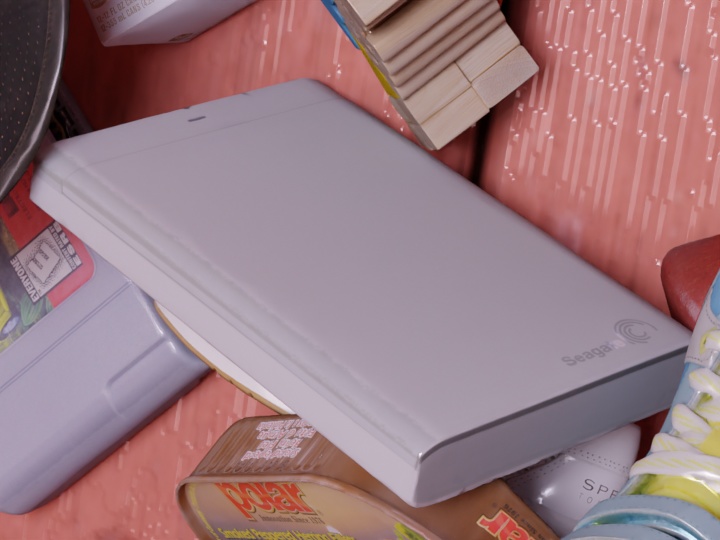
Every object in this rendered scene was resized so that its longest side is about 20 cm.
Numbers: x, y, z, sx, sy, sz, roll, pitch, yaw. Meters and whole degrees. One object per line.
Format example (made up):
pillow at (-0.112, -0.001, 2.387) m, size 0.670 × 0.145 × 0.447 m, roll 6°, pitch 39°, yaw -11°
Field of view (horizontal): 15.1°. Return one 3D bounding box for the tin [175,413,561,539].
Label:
tin at (0.006, 0.095, 0.931) m, size 0.112 × 0.042 × 0.200 m, roll 41°, pitch 160°, yaw -19°

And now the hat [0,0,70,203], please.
hat at (-0.163, -0.087, 0.979) m, size 0.199 × 0.081 × 0.202 m, roll -6°, pitch 78°, yaw 27°

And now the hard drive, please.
hard drive at (0.000, 0.000, 0.908) m, size 0.200 × 0.131 × 0.026 m, roll 36°, pitch 129°, yaw 37°

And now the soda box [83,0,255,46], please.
soda box at (-0.017, -0.152, 0.964) m, size 0.199 × 0.064 × 0.069 m, roll -27°, pitch 83°, yaw 29°

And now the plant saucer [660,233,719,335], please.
plant saucer at (0.202, 0.068, 0.865) m, size 0.199 × 0.037 × 0.201 m, roll -16°, pitch 87°, yaw 30°

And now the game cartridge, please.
game cartridge at (-0.153, -0.011, 1.073) m, size 0.133 × 0.041 × 0.201 m, roll -39°, pitch 77°, yaw 31°

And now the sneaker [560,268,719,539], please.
sneaker at (0.111, 0.062, 0.819) m, size 0.079 × 0.130 × 0.201 m, roll 20°, pitch 104°, yaw 26°

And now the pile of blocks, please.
pile of blocks at (0.011, -0.114, 0.900) m, size 0.062 × 0.200 × 0.082 m, roll -37°, pitch 60°, yaw -2°

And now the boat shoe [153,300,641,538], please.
boat shoe at (0.016, 0.036, 0.971) m, size 0.199 × 0.071 × 0.070 m, roll 28°, pitch 93°, yaw 27°
